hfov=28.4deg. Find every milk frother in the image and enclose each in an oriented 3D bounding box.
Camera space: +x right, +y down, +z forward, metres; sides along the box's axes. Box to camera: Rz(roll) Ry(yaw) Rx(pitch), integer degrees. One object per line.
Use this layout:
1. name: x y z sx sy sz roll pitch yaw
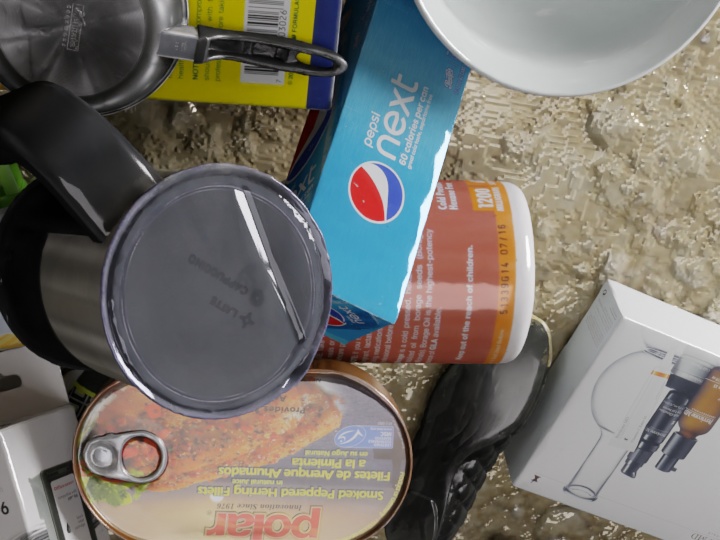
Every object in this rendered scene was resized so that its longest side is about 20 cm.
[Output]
1. milk frother: -0.148 0.027 0.704 0.179 0.187 0.202 31 79 -27

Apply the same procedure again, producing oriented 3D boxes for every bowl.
1. bowl: 0.104 -0.203 0.769 0.198 0.090 0.204 -4 111 -11

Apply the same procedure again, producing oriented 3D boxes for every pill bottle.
1. pill bottle: 0.000 0.000 0.870 0.197 0.113 0.114 1 120 -7

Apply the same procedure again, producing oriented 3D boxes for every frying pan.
1. frying pan: -0.113 -0.108 0.721 0.189 0.031 0.115 32 114 -19

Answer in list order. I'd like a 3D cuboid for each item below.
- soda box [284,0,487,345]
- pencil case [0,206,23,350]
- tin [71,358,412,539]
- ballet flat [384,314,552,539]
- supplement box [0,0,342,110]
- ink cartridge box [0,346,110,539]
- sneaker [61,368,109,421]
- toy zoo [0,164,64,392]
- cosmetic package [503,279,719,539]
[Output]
1. soda box: 0.005 -0.068 0.790 0.067 0.202 0.064 25 157 -19
2. pencil case: -0.217 0.003 0.831 0.197 0.083 0.092 -10 82 -21
3. tin: -0.069 0.108 0.840 0.197 0.042 0.114 2 99 -2
4. ballet flat: 0.072 0.112 0.988 0.066 0.057 0.202 32 109 8
5. supplement box: -0.111 -0.162 0.767 0.197 0.109 0.111 3 120 -8
6. ink cartridge box: -0.219 0.155 0.867 0.115 0.068 0.203 -15 91 32
7. sneaker: -0.166 0.102 0.919 0.199 0.077 0.075 -40 147 23
8. toy zoo: -0.253 0.017 0.905 0.129 0.021 0.202 -14 120 2
9. cosmetic package: 0.221 0.111 0.994 0.198 0.052 0.152 21 118 -17
